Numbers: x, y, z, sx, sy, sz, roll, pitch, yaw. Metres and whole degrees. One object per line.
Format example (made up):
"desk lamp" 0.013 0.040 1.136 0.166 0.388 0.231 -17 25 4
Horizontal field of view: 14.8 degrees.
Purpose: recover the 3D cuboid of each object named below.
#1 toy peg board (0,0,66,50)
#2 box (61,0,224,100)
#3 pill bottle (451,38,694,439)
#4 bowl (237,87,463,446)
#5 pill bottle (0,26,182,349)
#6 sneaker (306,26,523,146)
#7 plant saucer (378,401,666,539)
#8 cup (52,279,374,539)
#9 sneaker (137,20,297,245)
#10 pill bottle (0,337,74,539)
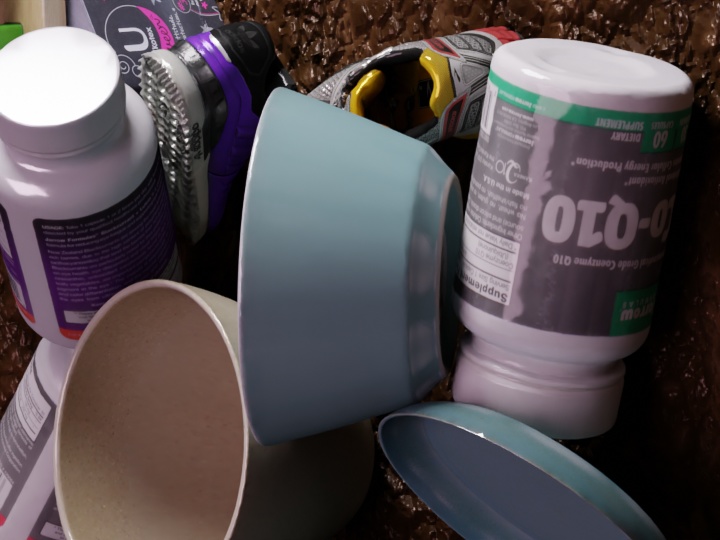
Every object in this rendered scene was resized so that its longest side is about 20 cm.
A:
"toy peg board" -0.286 -0.211 1.781 0.199 0.097 0.201 5 99 48
"box" -0.186 -0.179 1.830 0.132 0.114 0.201 -37 68 44
"pill bottle" 0.112 -0.018 1.525 0.113 0.113 0.201 26 114 43
"bowl" 0.000 0.000 1.554 0.104 0.201 0.202 2 99 9
"pill bottle" -0.175 -0.052 1.717 0.111 0.111 0.201 47 158 33
"sneaker" 0.010 -0.099 1.649 0.200 0.082 0.078 -23 78 47
"plant saucer" 0.099 0.132 1.540 0.200 0.200 0.027 16 64 46
"cup" -0.076 0.110 1.716 0.200 0.143 0.202 -8 80 50
"sneaker" -0.084 -0.091 1.761 0.070 0.099 0.200 52 160 18
"pill bottle" -0.178 0.098 1.861 0.111 0.110 0.200 53 130 29
